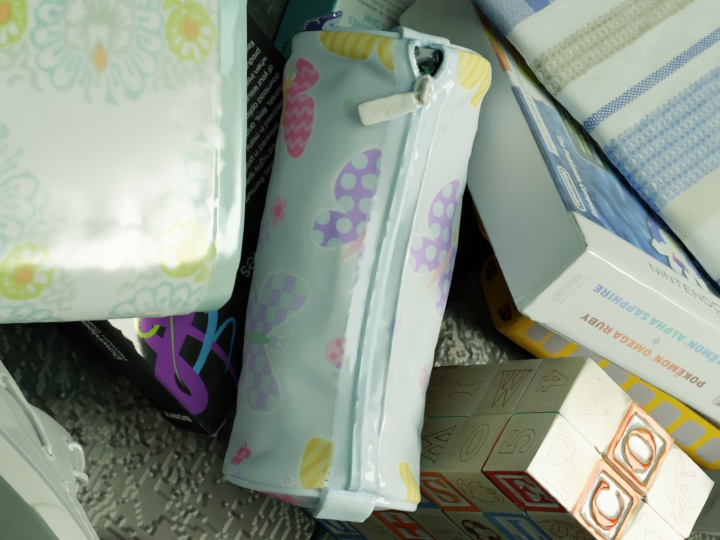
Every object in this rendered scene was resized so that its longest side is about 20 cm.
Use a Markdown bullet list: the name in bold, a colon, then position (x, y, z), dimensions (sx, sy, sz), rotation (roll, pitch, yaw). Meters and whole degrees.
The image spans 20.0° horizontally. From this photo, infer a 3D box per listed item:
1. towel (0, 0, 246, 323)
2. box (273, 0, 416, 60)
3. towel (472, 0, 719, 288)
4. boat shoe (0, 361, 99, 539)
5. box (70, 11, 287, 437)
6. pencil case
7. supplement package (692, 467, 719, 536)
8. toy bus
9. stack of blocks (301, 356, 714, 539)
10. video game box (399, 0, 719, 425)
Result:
- **towel**: position (-0.122, -0.081, 0.761), dimensions (0.171, 0.048, 0.201), rotation (-1, 93, -35)
- **box**: position (-0.002, -0.078, 0.966), dimensions (0.082, 0.049, 0.201), rotation (27, 71, -29)
- **towel**: position (0.147, -0.089, 0.912), dimensions (0.147, 0.024, 0.200), rotation (-35, 80, -34)
- **boat shoe**: position (-0.145, 0.077, 0.811), dimensions (0.200, 0.072, 0.068), rotation (45, 36, 16)
- **box**: position (-0.088, -0.048, 0.840), dimensions (0.200, 0.036, 0.143), rotation (49, 64, -29)
- **pencil case**: position (0.000, 0.000, 0.834), dimensions (0.083, 0.091, 0.201), rotation (13, 86, -32)
- **supplement package**: position (0.298, 0.101, 1.119), dimensions (0.199, 0.120, 0.122), rotation (15, 77, -34)
- **toy bus**: position (0.130, 0.018, 1.028), dimensions (0.200, 0.078, 0.065), rotation (33, 25, -28)
- **stack of blocks**: position (0.059, 0.099, 0.903), dimensions (0.115, 0.200, 0.059), rotation (43, 64, -23)
- **video game box**: position (0.115, -0.027, 0.917), dimensions (0.182, 0.047, 0.200), rotation (31, 28, -38)
